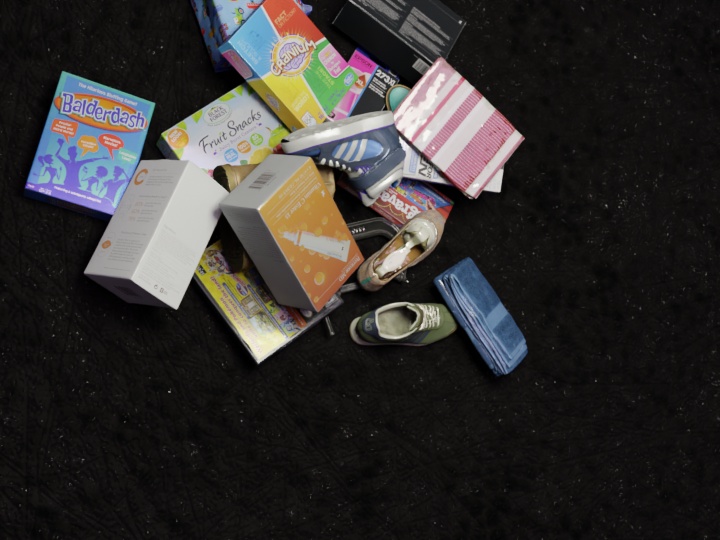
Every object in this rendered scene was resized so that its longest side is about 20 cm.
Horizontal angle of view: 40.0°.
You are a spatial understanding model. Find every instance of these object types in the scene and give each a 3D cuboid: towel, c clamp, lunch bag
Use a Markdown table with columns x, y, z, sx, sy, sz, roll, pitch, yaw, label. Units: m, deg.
| x | y | z | sx | sy | sz | roll | pitch | yaw | label |
| --- | --- | --- | --- | --- | --- | --- | --- | --- | --- |
| 0.212 | 0.075 | 1.692 | 0.201 | 0.048 | 0.111 | 56 | 37 | 0 | towel |
| 0.159 | -0.235 | 1.648 | 0.200 | 0.023 | 0.144 | 41 | 85 | -10 | towel |
| 0.000 | 0.000 | 1.661 | 0.199 | 0.027 | 0.172 | -20 | 79 | -23 | c clamp |
| -0.169 | -0.436 | 1.674 | 0.199 | 0.094 | 0.152 | -16 | 82 | -30 | lunch bag |

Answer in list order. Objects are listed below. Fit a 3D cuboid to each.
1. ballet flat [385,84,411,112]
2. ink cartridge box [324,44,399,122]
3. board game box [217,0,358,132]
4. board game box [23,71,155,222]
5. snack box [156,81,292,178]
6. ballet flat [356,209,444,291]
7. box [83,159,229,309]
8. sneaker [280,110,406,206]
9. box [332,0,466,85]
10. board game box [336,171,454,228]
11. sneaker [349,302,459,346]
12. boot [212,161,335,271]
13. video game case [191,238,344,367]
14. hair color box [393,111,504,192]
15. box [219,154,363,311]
| x | y | z | sx | sy | sz | roll | pitch | yaw | label |
| --- | --- | --- | --- | --- | --- | --- | --- | --- | --- |
| 0.114 | -0.245 | 1.745 | 0.069 | 0.063 | 0.200 | -43 | 101 | 3 | ballet flat |
| 0.003 | -0.313 | 1.725 | 0.094 | 0.037 | 0.201 | 32 | 60 | -8 | ink cartridge box |
| -0.114 | -0.337 | 1.613 | 0.200 | 0.040 | 0.153 | 46 | 60 | -20 | board game box |
| -0.417 | -0.189 | 1.532 | 0.151 | 0.045 | 0.202 | 16 | 71 | -17 | board game box |
| -0.210 | -0.207 | 1.613 | 0.200 | 0.053 | 0.143 | -38 | 92 | -25 | snack box |
| 0.079 | -0.036 | 1.642 | 0.068 | 0.067 | 0.200 | 47 | 68 | -3 | ballet flat |
| -0.303 | -0.056 | 1.480 | 0.097 | 0.124 | 0.201 | 40 | 65 | -43 | box |
| -0.021 | -0.165 | 1.587 | 0.198 | 0.080 | 0.148 | -17 | 110 | -19 | sneaker |
| 0.071 | -0.440 | 1.758 | 0.199 | 0.079 | 0.142 | 35 | 58 | -10 | box |
| 0.063 | -0.134 | 1.713 | 0.199 | 0.019 | 0.103 | 34 | 60 | -10 | board game box |
| 0.088 | 0.087 | 1.634 | 0.198 | 0.090 | 0.068 | -5 | 77 | -23 | sneaker |
| -0.127 | -0.099 | 1.580 | 0.199 | 0.066 | 0.177 | -10 | 96 | -36 | boot |
| -0.155 | 0.023 | 1.579 | 0.180 | 0.026 | 0.201 | -35 | 83 | -25 | video game case |
| 0.146 | -0.202 | 1.690 | 0.198 | 0.065 | 0.110 | 8 | 93 | -12 | hair color box |
| -0.101 | -0.057 | 1.495 | 0.125 | 0.097 | 0.201 | -48 | 127 | -28 | box |
